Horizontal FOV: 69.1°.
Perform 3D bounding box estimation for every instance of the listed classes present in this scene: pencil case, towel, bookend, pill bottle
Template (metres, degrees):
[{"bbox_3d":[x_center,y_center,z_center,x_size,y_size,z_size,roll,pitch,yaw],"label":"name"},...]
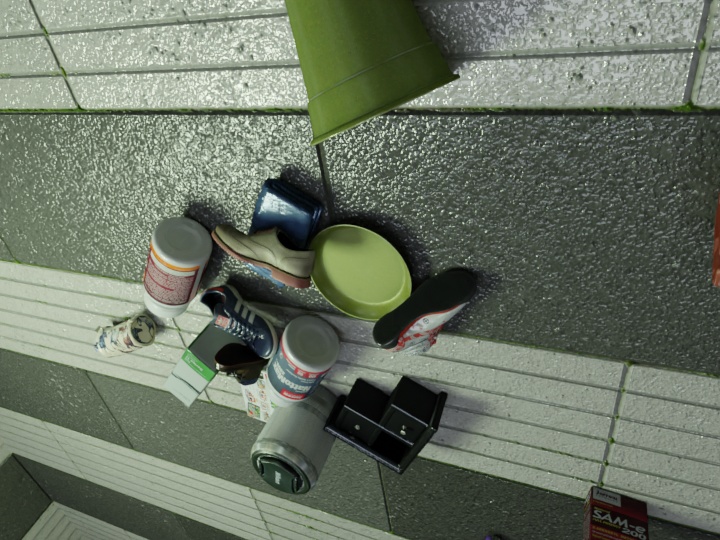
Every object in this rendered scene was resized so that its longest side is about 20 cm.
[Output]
[{"bbox_3d":[-0.593,0.164,1.317,0.196,0.079,0.089,-18,132,36],"label":"pencil case"},{"bbox_3d":[-0.144,-0.064,0.926,0.110,0.049,0.202,31,134,1],"label":"towel"},{"bbox_3d":[0.048,0.295,1.082,0.195,0.093,0.202,29,133,4],"label":"bookend"},{"bbox_3d":[-0.372,0.000,1.048,0.113,0.115,0.201,33,133,-2],"label":"pill bottle"},{"bbox_3d":[-0.129,0.197,1.077,0.118,0.121,0.202,31,134,0],"label":"pill bottle"}]

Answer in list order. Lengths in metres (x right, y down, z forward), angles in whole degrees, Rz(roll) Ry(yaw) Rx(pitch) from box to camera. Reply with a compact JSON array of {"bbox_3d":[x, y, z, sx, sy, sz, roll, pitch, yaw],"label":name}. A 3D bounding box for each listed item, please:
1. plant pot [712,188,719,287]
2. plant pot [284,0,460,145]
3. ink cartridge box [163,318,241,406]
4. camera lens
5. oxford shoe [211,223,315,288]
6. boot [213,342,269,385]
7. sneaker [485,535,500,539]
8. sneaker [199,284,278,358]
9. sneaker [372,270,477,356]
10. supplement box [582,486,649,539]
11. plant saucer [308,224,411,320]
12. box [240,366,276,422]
[{"bbox_3d":[0.479,-0.050,0.533,0.191,0.202,0.205,6,130,33],"label":"plant pot"},{"bbox_3d":[-0.006,-0.278,0.610,0.196,0.200,0.194,-14,107,34],"label":"plant pot"},{"bbox_3d":[-0.342,0.192,1.163,0.083,0.148,0.200,39,132,-6],"label":"ink cartridge box"},{"bbox_3d":[-0.139,0.374,1.166,0.156,0.202,0.163,14,131,16],"label":"camera lens"},{"bbox_3d":[-0.160,-0.044,0.886,0.196,0.070,0.077,25,107,10],"label":"oxford shoe"},{"bbox_3d":[-0.242,0.203,1.071,0.073,0.199,0.099,29,102,18],"label":"boot"},{"bbox_3d":[0.311,0.736,1.315,0.097,0.070,0.204,2,126,28],"label":"sneaker"},{"bbox_3d":[-0.248,0.105,1.038,0.198,0.084,0.076,38,108,25],"label":"sneaker"},{"bbox_3d":[0.122,0.078,0.898,0.199,0.068,0.107,-35,146,15],"label":"sneaker"},{"bbox_3d":[0.473,0.521,0.970,0.106,0.202,0.062,12,130,16],"label":"supplement box"},{"bbox_3d":[0.000,0.000,0.915,0.194,0.031,0.204,14,130,16],"label":"plant saucer"},{"bbox_3d":[-0.235,0.293,1.265,0.107,0.035,0.204,14,131,17],"label":"box"}]
